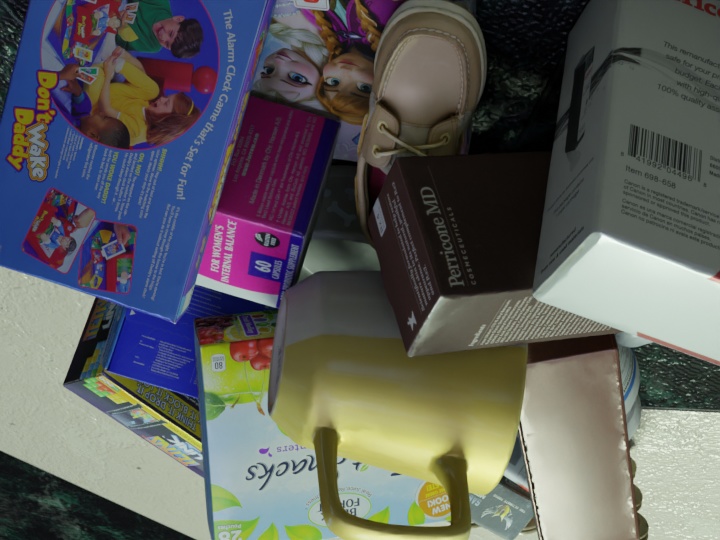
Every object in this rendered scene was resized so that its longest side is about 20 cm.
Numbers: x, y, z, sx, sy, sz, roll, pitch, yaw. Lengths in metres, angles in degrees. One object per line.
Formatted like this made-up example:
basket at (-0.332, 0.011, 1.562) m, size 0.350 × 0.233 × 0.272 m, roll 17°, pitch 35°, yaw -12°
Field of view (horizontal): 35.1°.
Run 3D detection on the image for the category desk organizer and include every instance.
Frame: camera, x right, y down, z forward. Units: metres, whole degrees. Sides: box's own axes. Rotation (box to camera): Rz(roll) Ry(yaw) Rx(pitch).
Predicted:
desk organizer at (0.154, 0.114, 0.835) m, size 0.076 × 0.072 × 0.202 m, roll -10°, pitch 126°, yaw 8°

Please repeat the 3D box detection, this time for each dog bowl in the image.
dog bowl at (0.000, 0.000, 0.942) m, size 0.197 × 0.059 × 0.201 m, roll 10°, pitch 146°, yaw 6°

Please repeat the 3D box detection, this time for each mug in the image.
mug at (0.020, 0.071, 0.744) m, size 0.151 × 0.187 × 0.152 m, roll 8°, pitch 108°, yaw -8°

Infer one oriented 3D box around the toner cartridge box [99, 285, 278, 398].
toner cartridge box at (-0.096, 0.060, 0.903) m, size 0.198 × 0.096 × 0.043 m, roll 20°, pitch 176°, yaw -19°

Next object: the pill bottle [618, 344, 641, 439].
pill bottle at (0.166, 0.072, 0.942) m, size 0.111 × 0.113 × 0.200 m, roll -6°, pitch 143°, yaw 27°

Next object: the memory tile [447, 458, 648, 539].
memory tile at (0.178, 0.210, 1.119) m, size 0.197 × 0.154 × 0.017 m, roll 5°, pitch 114°, yaw 6°

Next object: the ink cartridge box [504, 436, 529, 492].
ink cartridge box at (0.154, 0.170, 1.027) m, size 0.161 × 0.050 × 0.200 m, roll 33°, pitch 176°, yaw 7°

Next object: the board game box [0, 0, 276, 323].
board game box at (-0.142, -0.086, 0.682) m, size 0.133 × 0.203 × 0.045 m, roll 18°, pitch -169°, yaw -2°

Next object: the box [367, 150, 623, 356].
box at (0.114, -0.016, 0.703) m, size 0.197 × 0.101 × 0.075 m, roll -6°, pitch 149°, yaw -19°

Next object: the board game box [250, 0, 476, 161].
board game box at (-0.023, -0.151, 0.742) m, size 0.197 × 0.042 × 0.201 m, roll 8°, pitch 147°, yaw 10°

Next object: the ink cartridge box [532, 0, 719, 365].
ink cartridge box at (0.189, -0.064, 0.656) m, size 0.142 × 0.202 × 0.084 m, roll 19°, pitch 150°, yaw -10°

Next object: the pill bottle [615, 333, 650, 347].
pill bottle at (0.256, -0.012, 0.785) m, size 0.111 × 0.113 × 0.199 m, roll 33°, pitch 141°, yaw -28°

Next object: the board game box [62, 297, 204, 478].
board game box at (-0.149, 0.074, 1.004) m, size 0.056 × 0.167 × 0.200 m, roll -14°, pitch 137°, yaw 36°

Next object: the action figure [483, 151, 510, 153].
action figure at (0.138, -0.067, 0.809) m, size 0.198 × 0.052 × 0.065 m, roll -12°, pitch 145°, yaw 36°

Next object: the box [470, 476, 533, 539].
box at (0.059, 0.147, 1.048) m, size 0.199 × 0.158 × 0.051 m, roll 32°, pitch 107°, yaw -23°

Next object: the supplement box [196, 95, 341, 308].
supplement box at (-0.125, -0.064, 0.779) m, size 0.197 × 0.104 × 0.102 m, roll 17°, pitch 148°, yaw -1°

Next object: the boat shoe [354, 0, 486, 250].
boat shoe at (0.035, -0.081, 0.722) m, size 0.073 × 0.070 × 0.201 m, roll 10°, pitch 147°, yaw 2°

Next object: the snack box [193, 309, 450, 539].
snack box at (-0.022, 0.115, 0.869) m, size 0.197 × 0.068 × 0.171 m, roll -4°, pitch 107°, yaw -12°
